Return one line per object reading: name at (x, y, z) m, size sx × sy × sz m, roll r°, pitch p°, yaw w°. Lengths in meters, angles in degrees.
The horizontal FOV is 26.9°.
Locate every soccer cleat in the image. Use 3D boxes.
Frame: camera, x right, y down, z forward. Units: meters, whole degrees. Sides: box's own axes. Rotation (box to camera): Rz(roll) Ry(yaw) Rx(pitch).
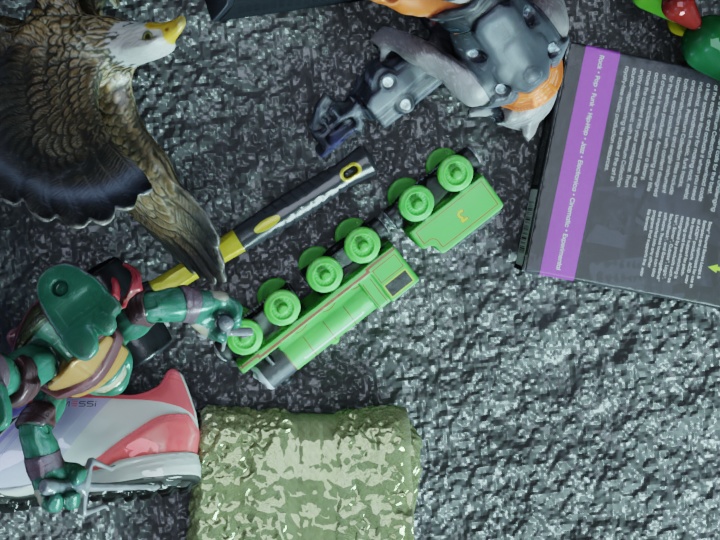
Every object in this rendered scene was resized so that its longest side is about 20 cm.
soccer cleat at (-0.195, 0.104, 0.898) m, size 0.200 × 0.068 × 0.073 m, roll -5°, pitch 73°, yaw 2°

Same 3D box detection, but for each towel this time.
towel at (-0.037, 0.181, 0.930) m, size 0.148 × 0.036 × 0.200 m, roll 1°, pitch 96°, yaw -5°

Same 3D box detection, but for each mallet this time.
mallet at (-0.074, -0.006, 0.902) m, size 0.200 × 0.041 × 0.066 m, roll -25°, pitch 99°, yaw 0°

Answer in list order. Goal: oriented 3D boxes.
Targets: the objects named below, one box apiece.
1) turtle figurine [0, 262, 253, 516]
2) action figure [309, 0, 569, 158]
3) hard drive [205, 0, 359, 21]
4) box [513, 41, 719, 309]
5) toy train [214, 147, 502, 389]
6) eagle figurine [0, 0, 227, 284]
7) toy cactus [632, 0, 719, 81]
turtle figurine at (-0.145, 0.054, 0.804) m, size 0.101 × 0.200 × 0.150 m, roll 33°, pitch 87°, yaw 14°
action figure at (0.043, -0.133, 0.861) m, size 0.200 × 0.105 × 0.193 m, roll -44°, pitch 130°, yaw 8°
hard drive at (-0.044, -0.256, 0.886) m, size 0.135 × 0.042 × 0.200 m, roll -9°, pitch 96°, yaw -5°
box at (0.207, -0.051, 0.932) m, size 0.200 × 0.036 × 0.143 m, roll 11°, pitch 93°, yaw -5°
toy train at (0.000, 0.000, 0.916) m, size 0.200 × 0.042 × 0.056 m, roll -38°, pitch 108°, yaw -1°
eagle figurine at (-0.147, -0.095, 0.817) m, size 0.152 × 0.151 × 0.200 m, roll 2°, pitch 76°, yaw -19°
toy cactus at (0.256, -0.124, 0.879) m, size 0.200 × 0.102 × 0.165 m, roll 15°, pitch 69°, yaw -14°
